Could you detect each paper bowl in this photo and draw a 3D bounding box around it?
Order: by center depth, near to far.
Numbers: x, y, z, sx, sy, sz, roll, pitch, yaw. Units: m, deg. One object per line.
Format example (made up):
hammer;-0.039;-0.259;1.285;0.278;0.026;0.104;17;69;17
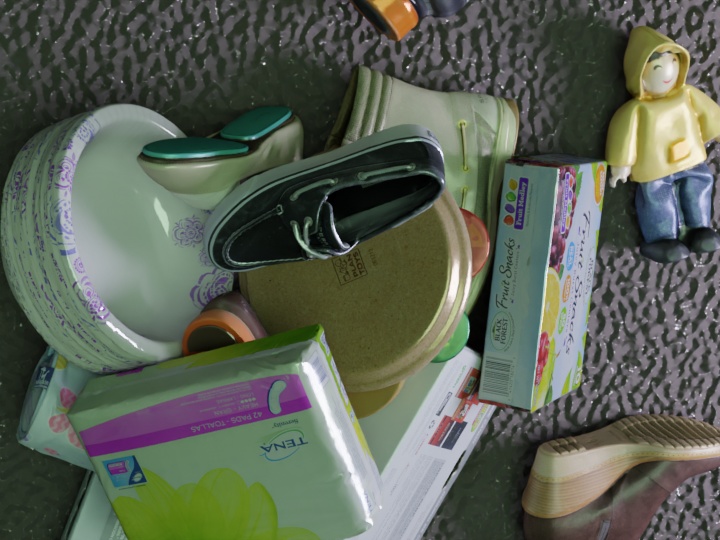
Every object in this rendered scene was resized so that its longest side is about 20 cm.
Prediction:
paper bowl;-0.196;-0.020;1.322;0.200;0.104;0.202;25;57;-48

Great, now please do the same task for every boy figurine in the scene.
boy figurine;0.271;-0.114;1.487;0.124;0.064;0.201;-12;106;-10

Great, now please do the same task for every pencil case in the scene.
pencil case;-0.172;0.126;1.364;0.199;0.083;0.091;24;58;-17

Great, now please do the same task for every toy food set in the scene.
toy food set;0.000;0.000;1.343;0.198;0.049;0.200;-39;74;11

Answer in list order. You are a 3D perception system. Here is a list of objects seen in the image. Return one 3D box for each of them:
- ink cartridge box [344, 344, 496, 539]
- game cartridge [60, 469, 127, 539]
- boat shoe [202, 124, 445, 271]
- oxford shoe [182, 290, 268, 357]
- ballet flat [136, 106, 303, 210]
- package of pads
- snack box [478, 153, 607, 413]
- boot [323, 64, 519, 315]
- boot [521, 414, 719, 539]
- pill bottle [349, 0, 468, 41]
ink cartridge box;0.027;0.142;1.436;0.084;0.175;0.201;31;91;24
game cartridge;-0.181;0.232;1.422;0.133;0.041;0.201;24;83;-21
boat shoe;-0.028;-0.041;1.285;0.199;0.068;0.072;-21;127;10
oxford shoe;-0.070;0.108;1.326;0.071;0.073;0.201;-11;112;20
ballet flat;-0.104;-0.080;1.338;0.200;0.069;0.070;-27;112;-56
package of pads;-0.096;0.138;1.263;0.199;0.068;0.155;-14;113;20
snack box;0.154;0.007;1.436;0.053;0.142;0.201;10;100;22
boot;0.040;-0.060;1.427;0.154;0.072;0.201;12;91;-18
boot;0.237;0.221;1.547;0.199;0.072;0.167;-6;113;-16
pill bottle;0.073;-0.278;1.379;0.200;0.106;0.106;-45;108;-4
